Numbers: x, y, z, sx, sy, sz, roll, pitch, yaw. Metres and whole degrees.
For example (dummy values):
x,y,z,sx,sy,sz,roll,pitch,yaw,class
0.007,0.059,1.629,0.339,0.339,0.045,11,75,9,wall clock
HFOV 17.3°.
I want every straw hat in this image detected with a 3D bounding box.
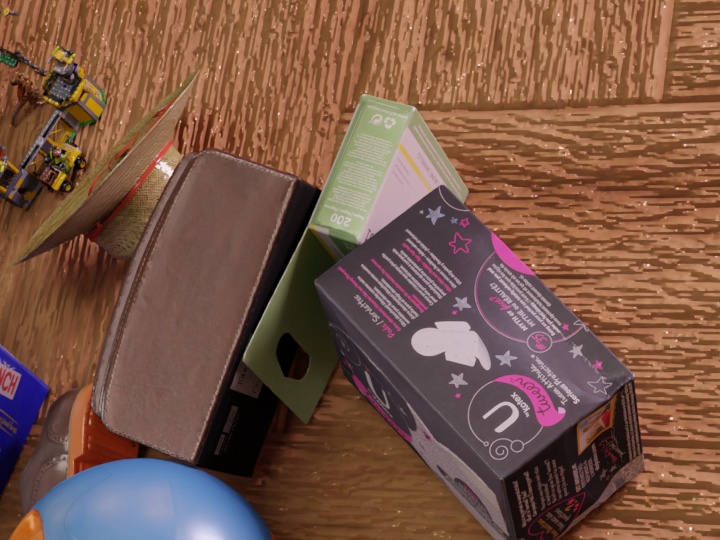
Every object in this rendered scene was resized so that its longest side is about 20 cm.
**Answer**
x,y,z,sx,sy,sz,roll,pitch,yaw,class
-0.158,-0.048,1.737,0.085,0.201,0.201,43,88,-10,straw hat

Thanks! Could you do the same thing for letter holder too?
x,y,z,sx,sy,sz,roll,pitch,yaw,class
-0.118,0.019,1.607,0.141,0.101,0.201,20,88,21,letter holder

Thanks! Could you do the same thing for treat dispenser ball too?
x,y,z,sx,sy,sz,roll,pitch,yaw,class
-0.142,0.224,1.542,0.199,0.201,0.202,-10,63,20,treat dispenser ball

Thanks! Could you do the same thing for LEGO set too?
x,y,z,sx,sy,sz,roll,pitch,yaw,class
-0.308,-0.140,1.832,0.200,0.116,0.154,36,84,32,LEGO set

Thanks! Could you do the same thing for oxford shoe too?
x,y,z,sx,sy,sz,roll,pitch,yaw,class
-0.208,0.179,1.682,0.073,0.071,0.201,-13,56,41,oxford shoe

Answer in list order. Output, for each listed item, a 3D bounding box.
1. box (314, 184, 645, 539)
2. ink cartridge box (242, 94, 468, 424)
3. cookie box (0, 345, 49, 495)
x,y,z,sx,sy,sz,roll,pitch,yaw,class
0.077,0.070,1.543,0.114,0.132,0.200,-35,58,-13,box
0.000,0.000,1.613,0.048,0.146,0.201,17,75,23,ink cartridge box
-0.319,0.136,1.679,0.075,0.171,0.201,18,75,22,cookie box
